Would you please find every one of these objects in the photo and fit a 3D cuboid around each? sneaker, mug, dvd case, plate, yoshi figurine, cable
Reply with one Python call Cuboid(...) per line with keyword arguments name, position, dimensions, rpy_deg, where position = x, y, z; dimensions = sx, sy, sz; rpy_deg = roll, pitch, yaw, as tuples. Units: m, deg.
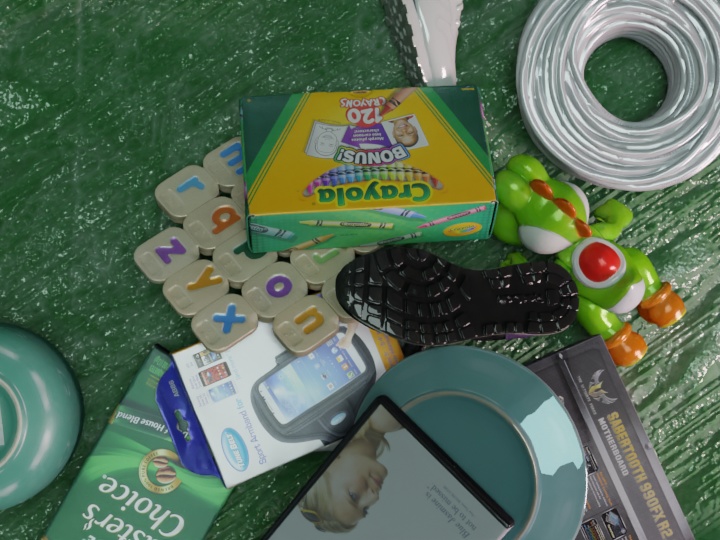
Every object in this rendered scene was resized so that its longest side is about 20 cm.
Cuboid(name="sneaker", position=(0.059, -0.241, 1.176), dimensions=(0.080, 0.076, 0.200), rpy_deg=(-13, 91, -13))
Cuboid(name="mug", position=(-0.318, 0.108, 1.120), dimensions=(0.185, 0.114, 0.152), rpy_deg=(37, 87, -3))
Cuboid(name="dvd case", position=(0.008, 0.216, 1.092), dimensions=(0.143, 0.018, 0.200), rpy_deg=(43, 111, 15))
Cuboid(name="plate", position=(0.076, 0.159, 1.078), dimensions=(0.200, 0.026, 0.201), rpy_deg=(3, 97, 24))
Cuboid(name="yoshi figurine", position=(0.176, -0.017, 1.180), dimensions=(0.112, 0.112, 0.200), rpy_deg=(-30, 109, 36))
Cuboid(name="cable", position=(0.229, -0.167, 1.185), dimensions=(0.200, 0.069, 0.200), rpy_deg=(3, 89, -3))
Cuboid(name="sneaker", position=(0.067, 0.031, 1.114), dimensions=(0.200, 0.088, 0.076), rpy_deg=(6, 76, -20))

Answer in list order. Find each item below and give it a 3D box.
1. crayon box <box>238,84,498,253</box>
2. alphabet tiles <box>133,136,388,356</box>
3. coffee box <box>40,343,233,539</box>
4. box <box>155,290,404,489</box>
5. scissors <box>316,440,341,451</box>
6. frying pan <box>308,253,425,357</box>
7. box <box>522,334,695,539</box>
Cuboid(name="crayon box", position=(0.004, -0.083, 1.136), dimensions=(0.200, 0.058, 0.119), rpy_deg=(-4, 59, -4))
Cuboid(name="alphabet tiles", position=(-0.075, -0.022, 1.140), dimensions=(0.195, 0.015, 0.200), rpy_deg=(-35, 66, -20))
Cuboid(name="coffee box", position=(-0.170, 0.177, 1.163), dimensions=(0.123, 0.044, 0.200), rpy_deg=(31, 86, -3))
Cuboid(name="box", position=(-0.063, 0.093, 1.137), dimensions=(0.200, 0.041, 0.119), rpy_deg=(-23, 92, -13))
Cuboid(name="scissors", position=(0.018, 0.149, 1.191), dimensions=(0.200, 0.014, 0.073), rpy_deg=(-20, 92, -5))
Cuboid(name="frying pan", position=(0.016, 0.006, 1.190), dimensions=(0.115, 0.031, 0.190), rpy_deg=(17, 91, -5))
Cuboid(name="box", position=(0.161, 0.172, 1.125), dimensions=(0.158, 0.048, 0.200), rpy_deg=(-23, 84, -12))
